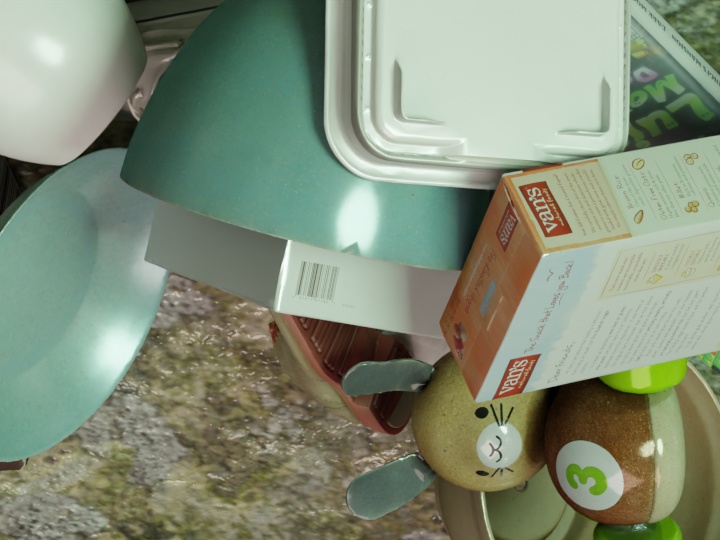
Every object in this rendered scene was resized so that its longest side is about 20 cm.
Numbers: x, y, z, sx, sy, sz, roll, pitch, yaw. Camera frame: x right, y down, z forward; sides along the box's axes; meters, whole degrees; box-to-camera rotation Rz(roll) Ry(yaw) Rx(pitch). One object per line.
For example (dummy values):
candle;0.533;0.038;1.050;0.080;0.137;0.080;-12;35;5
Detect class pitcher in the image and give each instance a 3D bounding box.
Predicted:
pitcher;-0.203;-0.165;1.532;0.200;0.121;0.172;39;120;-18

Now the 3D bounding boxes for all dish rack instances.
dish rack;0.068;-0.143;1.412;0.171;0.201;0.044;3;175;-23

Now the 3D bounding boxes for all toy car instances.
toy car;0.089;0.096;1.679;0.199;0.158;0.165;-4;115;-5

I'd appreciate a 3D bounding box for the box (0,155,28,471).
box;-0.311;0.020;1.731;0.199;0.165;0.166;-5;141;11

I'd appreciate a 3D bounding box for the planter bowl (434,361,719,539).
planter bowl;0.131;0.142;1.847;0.200;0.201;0.135;24;164;-24

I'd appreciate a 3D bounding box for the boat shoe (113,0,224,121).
boat shoe;-0.109;-0.113;1.623;0.199;0.066;0.072;-11;140;18

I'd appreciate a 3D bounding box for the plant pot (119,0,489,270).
plant pot;-0.017;-0.091;1.488;0.200;0.200;0.135;14;96;-2

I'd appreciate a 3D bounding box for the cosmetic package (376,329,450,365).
cosmetic package;0.069;0.011;1.778;0.082;0.051;0.200;22;138;-18

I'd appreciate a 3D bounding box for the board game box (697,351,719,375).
board game box;0.280;-0.041;1.605;0.057;0.165;0.200;38;144;15

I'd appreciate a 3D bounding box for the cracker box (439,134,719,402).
cracker box;0.153;-0.006;1.459;0.199;0.058;0.134;-11;148;-24

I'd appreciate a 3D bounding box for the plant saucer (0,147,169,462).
plant saucer;-0.186;0.014;1.635;0.039;0.201;0.201;25;150;27

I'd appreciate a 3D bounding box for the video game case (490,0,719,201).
video game case;0.111;-0.080;1.600;0.200;0.023;0.182;-24;134;31

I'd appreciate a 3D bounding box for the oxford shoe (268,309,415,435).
oxford shoe;-0.033;0.039;1.729;0.075;0.071;0.200;9;148;30

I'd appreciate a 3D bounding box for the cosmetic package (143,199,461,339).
cosmetic package;0.000;0.000;1.584;0.200;0.052;0.151;10;-177;-34
